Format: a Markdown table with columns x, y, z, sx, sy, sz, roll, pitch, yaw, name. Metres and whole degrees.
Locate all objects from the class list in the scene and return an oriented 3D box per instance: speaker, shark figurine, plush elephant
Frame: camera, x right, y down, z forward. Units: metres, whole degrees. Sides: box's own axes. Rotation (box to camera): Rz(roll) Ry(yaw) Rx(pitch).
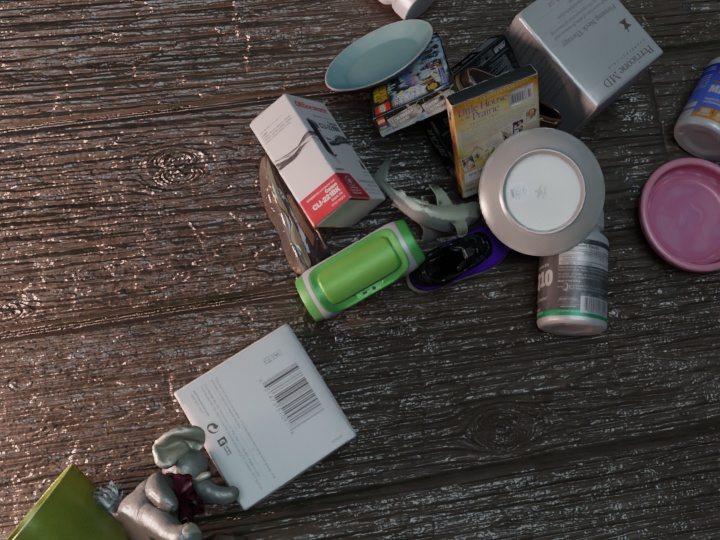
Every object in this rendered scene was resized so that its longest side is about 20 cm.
| x | y | z | sx | sy | sz | roll | pitch | yaw | name |
| --- | --- | --- | --- | --- | --- | --- | --- | --- | --- |
| 0.000 | 0.000 | 1.449 | 0.199 | 0.088 | 0.089 | -30 | 81 | 4 | speaker |
| 0.098 | -0.089 | 1.511 | 0.213 | 0.090 | 0.129 | 19 | 41 | -10 | shark figurine |
| -0.244 | 0.312 | 1.252 | 0.199 | 0.166 | 0.155 | 28 | 49 | 27 | plush elephant |

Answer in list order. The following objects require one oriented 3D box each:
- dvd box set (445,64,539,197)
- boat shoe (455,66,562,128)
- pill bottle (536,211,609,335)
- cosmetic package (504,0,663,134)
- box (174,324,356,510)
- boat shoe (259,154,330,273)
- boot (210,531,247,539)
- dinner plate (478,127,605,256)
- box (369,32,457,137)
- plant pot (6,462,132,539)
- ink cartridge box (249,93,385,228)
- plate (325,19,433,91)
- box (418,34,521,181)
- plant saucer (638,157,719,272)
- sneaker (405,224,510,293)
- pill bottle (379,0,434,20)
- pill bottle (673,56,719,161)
| x | y | z | sx | sy | sz | roll | pitch | yaw | name |
| --- | --- | --- | --- | --- | --- | --- | --- | --- | --- |
| 0.214 | -0.217 | 1.457 | 0.145 | 0.201 | 0.030 | -22 | 49 | -5 | dvd box set |
| 0.244 | -0.279 | 1.491 | 0.199 | 0.070 | 0.071 | 23 | 53 | -32 | boat shoe |
| 0.347 | -0.002 | 1.497 | 0.112 | 0.113 | 0.202 | 7 | 76 | -5 | pill bottle |
| 0.363 | -0.365 | 1.559 | 0.167 | 0.166 | 0.200 | -38 | 85 | -14 | cosmetic package |
| -0.142 | 0.220 | 1.375 | 0.199 | 0.131 | 0.200 | -32 | 82 | -12 | box |
| -0.106 | -0.096 | 1.494 | 0.073 | 0.074 | 0.202 | -20 | 88 | -21 | boat shoe |
| -0.242 | 0.446 | 1.289 | 0.064 | 0.187 | 0.201 | 29 | 77 | 21 | boot |
| 0.285 | -0.123 | 1.439 | 0.198 | 0.024 | 0.202 | 0 | 91 | 4 | dinner plate |
| 0.082 | -0.306 | 1.493 | 0.136 | 0.040 | 0.201 | -22 | 36 | 12 | box |
| -0.389 | 0.408 | 1.287 | 0.200 | 0.187 | 0.188 | 40 | 75 | -8 | plant pot |
| -0.067 | -0.173 | 1.459 | 0.084 | 0.144 | 0.201 | -38 | 78 | 21 | ink cartridge box |
| 0.033 | -0.352 | 1.529 | 0.200 | 0.200 | 0.026 | -42 | 125 | -14 | plate |
| 0.200 | -0.273 | 1.545 | 0.200 | 0.043 | 0.161 | -41 | 112 | -14 | box |
| 0.569 | -0.091 | 1.578 | 0.198 | 0.051 | 0.203 | 2 | 76 | -6 | plant saucer |
| 0.172 | -0.023 | 1.486 | 0.199 | 0.100 | 0.070 | -27 | 83 | -12 | sneaker |
| 0.046 | -0.537 | 1.590 | 0.113 | 0.113 | 0.200 | -39 | 84 | -14 | pill bottle |
| 0.639 | -0.302 | 1.605 | 0.111 | 0.112 | 0.201 | 31 | 76 | 1 | pill bottle |
